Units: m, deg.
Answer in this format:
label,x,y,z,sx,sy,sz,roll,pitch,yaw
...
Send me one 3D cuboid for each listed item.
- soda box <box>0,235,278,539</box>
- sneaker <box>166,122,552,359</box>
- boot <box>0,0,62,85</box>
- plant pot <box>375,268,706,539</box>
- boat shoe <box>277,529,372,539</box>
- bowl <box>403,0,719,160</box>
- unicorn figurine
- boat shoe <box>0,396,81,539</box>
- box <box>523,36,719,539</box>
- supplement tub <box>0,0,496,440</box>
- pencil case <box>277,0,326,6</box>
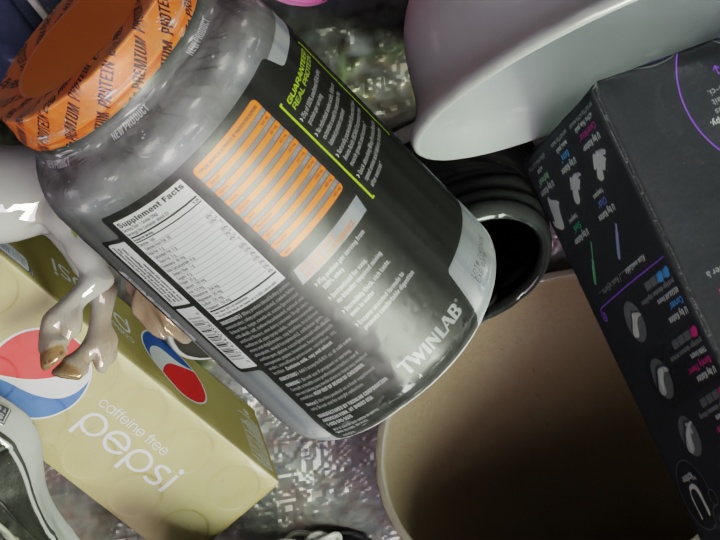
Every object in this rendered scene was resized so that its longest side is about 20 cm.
label,x,y,z,sx,sy,sz,roll,pitch,yaw
soda box,-0.130,0.050,1.313,0.068,0.064,0.200,-41,122,11
sneaker,0.000,0.000,1.296,0.200,0.099,0.071,-29,126,5
boot,-0.106,-0.083,1.244,0.090,0.073,0.200,-23,122,16
plant pot,0.123,0.133,1.379,0.187,0.187,0.200,-24,138,0
boat shoe,-0.036,0.144,1.351,0.063,0.073,0.200,-55,161,1
bowl,0.097,-0.130,1.182,0.201,0.201,0.090,-24,81,0
unicorn figurine,-0.169,-0.028,1.201,0.200,0.074,0.137,8,83,-29
boat shoe,-0.176,0.132,1.316,0.071,0.064,0.200,10,147,15
box,0.176,0.004,1.230,0.122,0.200,0.106,-21,170,-19
supplement tub,-0.048,-0.033,1.163,0.123,0.123,0.200,-40,116,11
pencil case,-0.009,-0.215,1.171,0.091,0.094,0.200,34,115,18
